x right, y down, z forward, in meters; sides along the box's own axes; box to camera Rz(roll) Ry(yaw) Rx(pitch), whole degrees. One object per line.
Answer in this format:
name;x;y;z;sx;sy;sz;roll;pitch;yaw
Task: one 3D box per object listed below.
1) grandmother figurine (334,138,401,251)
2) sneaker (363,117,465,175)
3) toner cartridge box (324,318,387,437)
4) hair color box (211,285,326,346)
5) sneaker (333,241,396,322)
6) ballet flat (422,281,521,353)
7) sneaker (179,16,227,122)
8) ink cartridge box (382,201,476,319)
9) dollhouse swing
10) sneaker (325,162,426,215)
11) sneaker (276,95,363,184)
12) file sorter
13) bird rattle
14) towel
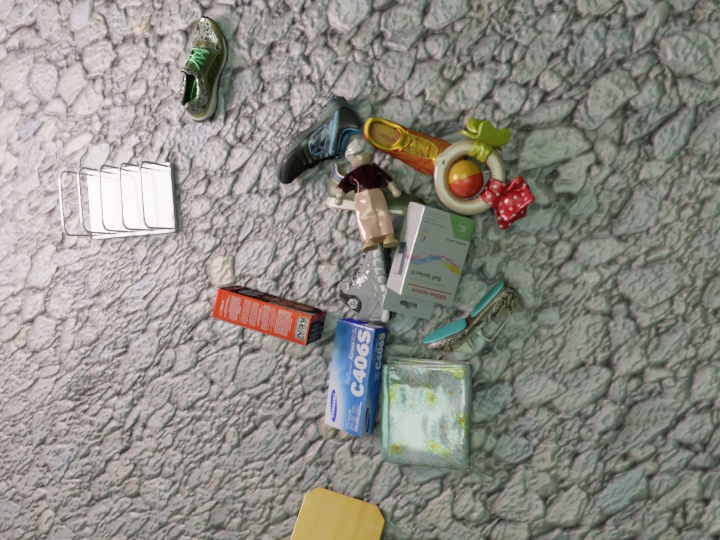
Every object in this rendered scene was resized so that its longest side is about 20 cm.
grandmother figurine;0.010;-0.139;1.322;0.118;0.061;0.205;-7;79;-15
sneaker;0.095;-0.221;1.346;0.196;0.077;0.075;18;96;4
toner cartridge box;-0.010;0.200;1.395;0.094;0.043;0.205;10;95;39
hair color box;-0.174;0.084;1.420;0.196;0.101;0.063;16;96;13
sneaker;0.000;0.000;1.386;0.113;0.075;0.205;-6;92;17
ballet flat;0.209;0.104;1.343;0.199;0.068;0.076;-38;99;11
sneaker;-0.315;-0.396;1.442;0.075;0.088;0.205;7;94;14
ink cartridge box;0.121;-0.009;1.328;0.115;0.067;0.205;12;97;-24
dollhouse swing;-0.050;0.561;1.443;0.195;0.178;0.184;13;137;13
sneaker;0.028;-0.154;1.372;0.195;0.067;0.092;8;99;17
sneaker;-0.080;-0.232;1.396;0.082;0.073;0.200;45;103;8
file sorter;-0.487;-0.141;1.482;0.195;0.124;0.143;-4;91;15
bird rattle;0.212;-0.165;1.311;0.160;0.113;0.204;-17;104;13
towel;0.122;0.263;1.378;0.167;0.048;0.206;2;93;15
